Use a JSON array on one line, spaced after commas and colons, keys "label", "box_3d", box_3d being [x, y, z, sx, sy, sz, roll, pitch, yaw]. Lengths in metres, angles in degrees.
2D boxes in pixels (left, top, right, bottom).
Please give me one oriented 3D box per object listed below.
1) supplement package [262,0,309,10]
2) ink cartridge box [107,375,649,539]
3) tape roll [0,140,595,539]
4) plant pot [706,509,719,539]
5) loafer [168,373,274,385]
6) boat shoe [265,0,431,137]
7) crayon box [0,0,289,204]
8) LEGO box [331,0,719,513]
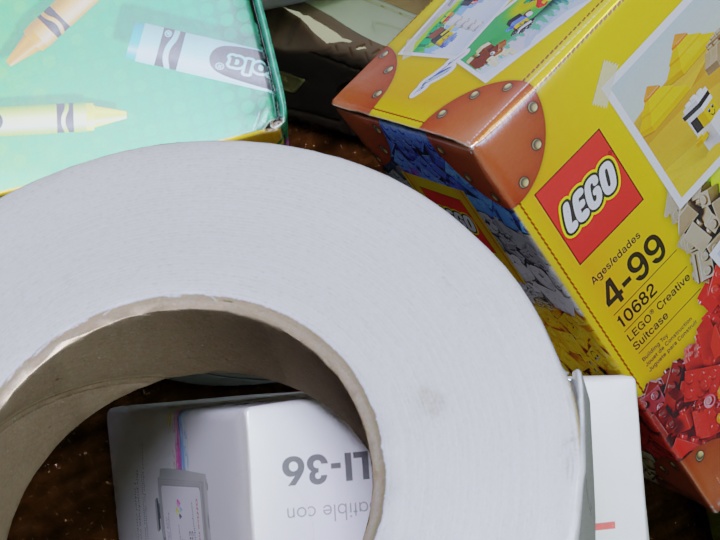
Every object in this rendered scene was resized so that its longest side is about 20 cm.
[{"label": "supplement package", "box_3d": [0.012, -0.168, 0.765, 0.199, 0.121, 0.120, -17, 74, -45]}, {"label": "ink cartridge box", "box_3d": [0.007, 0.066, 0.704, 0.116, 0.200, 0.068, -4, 89, -19]}, {"label": "tape roll", "box_3d": [-0.042, 0.061, 0.597, 0.201, 0.037, 0.204, -5, 58, 8]}, {"label": "plant pot", "box_3d": [0.222, 0.072, 0.796, 0.192, 0.200, 0.201, -28, 87, -11]}, {"label": "loafer", "box_3d": [0.000, 0.000, 0.790, 0.198, 0.070, 0.071, -2, 78, -18]}, {"label": "boat shoe", "box_3d": [-0.055, -0.105, 0.805, 0.199, 0.072, 0.077, 20, 60, -23]}, {"label": "crayon box", "box_3d": [-0.121, -0.027, 0.702, 0.198, 0.119, 0.059, -13, 76, -4]}, {"label": "LEGO box", "box_3d": [0.113, -0.057, 0.728, 0.200, 0.077, 0.149, -46, 121, -15]}]
